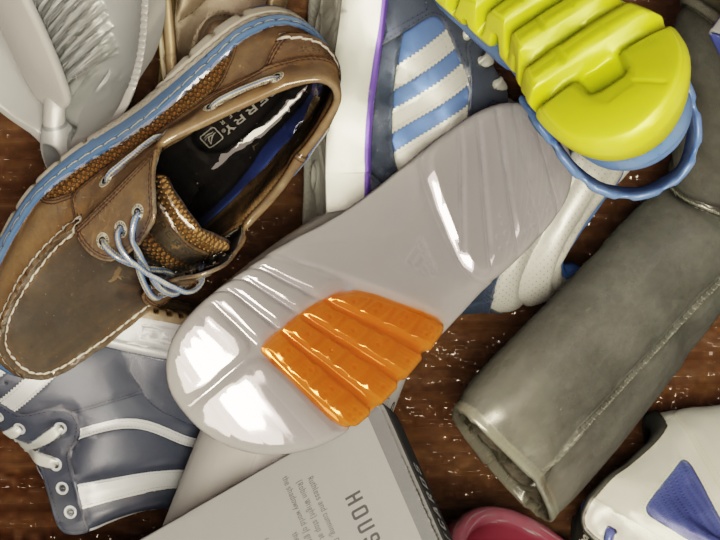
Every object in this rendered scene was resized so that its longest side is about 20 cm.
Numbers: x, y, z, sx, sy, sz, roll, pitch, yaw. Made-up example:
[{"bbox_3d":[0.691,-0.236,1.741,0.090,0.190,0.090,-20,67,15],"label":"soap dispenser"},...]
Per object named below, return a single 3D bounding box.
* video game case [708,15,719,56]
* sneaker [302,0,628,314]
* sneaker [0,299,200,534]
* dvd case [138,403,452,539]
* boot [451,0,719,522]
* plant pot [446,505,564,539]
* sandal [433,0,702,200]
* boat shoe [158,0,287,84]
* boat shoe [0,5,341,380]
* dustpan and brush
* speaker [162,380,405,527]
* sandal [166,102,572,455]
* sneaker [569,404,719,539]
[{"bbox_3d":[0.240,-0.106,1.030,0.182,0.045,0.200,-53,142,-11],"label":"video game case"},{"bbox_3d":[0.053,-0.080,1.103,0.145,0.081,0.202,3,95,-13],"label":"sneaker"},{"bbox_3d":[-0.162,0.055,1.113,0.199,0.070,0.109,11,97,-7],"label":"sneaker"},{"bbox_3d":[-0.045,0.167,1.017,0.199,0.025,0.151,-30,62,10],"label":"dvd case"},{"bbox_3d":[0.115,-0.004,1.070,0.200,0.073,0.182,-37,132,-7],"label":"boot"},{"bbox_3d":[0.041,0.236,1.100,0.179,0.200,0.200,-39,99,20],"label":"plant pot"},{"bbox_3d":[0.082,-0.098,1.010,0.079,0.201,0.087,-30,139,7],"label":"sandal"},{"bbox_3d":[-0.056,-0.153,1.086,0.071,0.065,0.202,1,99,-2],"label":"boat shoe"},{"bbox_3d":[-0.087,-0.027,1.036,0.072,0.072,0.200,38,96,-29],"label":"boat shoe"},{"bbox_3d":[-0.135,-0.085,1.087,0.139,0.057,0.201,13,139,31],"label":"dustpan and brush"},{"bbox_3d":[-0.045,0.110,1.097,0.081,0.081,0.201,22,83,-6],"label":"speaker"},{"bbox_3d":[0.005,0.007,1.045,0.206,0.059,0.079,-37,95,-19],"label":"sandal"},{"bbox_3d":[0.153,0.145,1.110,0.114,0.081,0.201,-3,62,4],"label":"sneaker"}]
